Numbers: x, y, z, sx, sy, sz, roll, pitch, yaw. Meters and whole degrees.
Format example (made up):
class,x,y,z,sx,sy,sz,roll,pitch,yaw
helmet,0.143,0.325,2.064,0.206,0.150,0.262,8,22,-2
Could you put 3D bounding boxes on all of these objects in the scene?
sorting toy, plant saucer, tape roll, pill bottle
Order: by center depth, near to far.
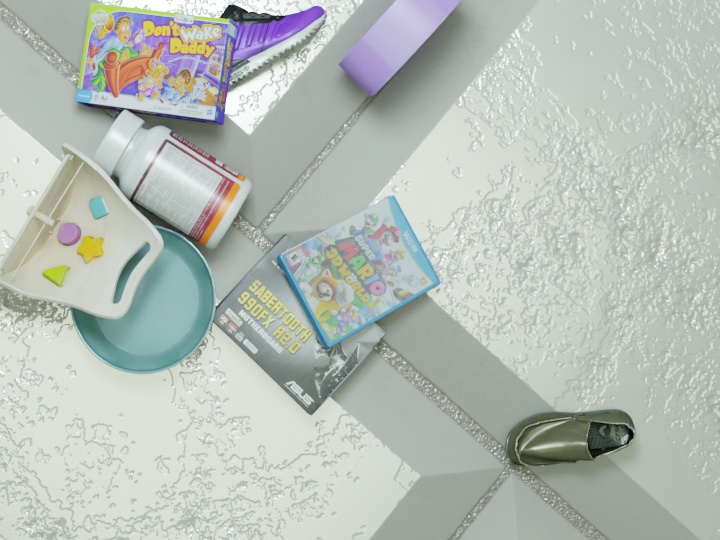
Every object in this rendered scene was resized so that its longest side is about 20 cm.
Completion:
class,x,y,z,sx,sy,sz,roll,pitch,yaw
sorting toy,-0.356,-0.030,1.658,0.179,0.107,0.201,30,86,14
pill bottle,-0.254,-0.124,1.699,0.199,0.110,0.110,32,86,-7
tape roll,0.060,-0.330,1.702,0.066,0.200,0.200,43,84,-7
plant saucer,-0.294,0.040,1.720,0.197,0.036,0.203,0,85,-1

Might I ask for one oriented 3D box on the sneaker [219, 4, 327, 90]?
class,x,y,z,sx,sy,sz,roll,pitch,yaw
sneaker,-0.144,-0.329,1.736,0.199,0.070,0.100,-32,93,-8

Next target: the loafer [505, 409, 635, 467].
class,x,y,z,sx,sy,sz,roll,pitch,yaw
loafer,0.305,0.238,1.810,0.198,0.070,0.076,-12,92,-9

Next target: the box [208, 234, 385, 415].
class,x,y,z,sx,sy,sz,roll,pitch,yaw
box,-0.088,0.075,1.758,0.200,0.048,0.158,45,84,-7

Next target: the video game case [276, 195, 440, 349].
class,x,y,z,sx,sy,sz,roll,pitch,yaw
video game case,0.000,0.000,1.751,0.199,0.018,0.144,-28,88,-25

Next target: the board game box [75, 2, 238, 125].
class,x,y,z,sx,sy,sz,roll,pitch,yaw
board game box,-0.273,-0.278,1.697,0.198,0.045,0.136,8,89,11
